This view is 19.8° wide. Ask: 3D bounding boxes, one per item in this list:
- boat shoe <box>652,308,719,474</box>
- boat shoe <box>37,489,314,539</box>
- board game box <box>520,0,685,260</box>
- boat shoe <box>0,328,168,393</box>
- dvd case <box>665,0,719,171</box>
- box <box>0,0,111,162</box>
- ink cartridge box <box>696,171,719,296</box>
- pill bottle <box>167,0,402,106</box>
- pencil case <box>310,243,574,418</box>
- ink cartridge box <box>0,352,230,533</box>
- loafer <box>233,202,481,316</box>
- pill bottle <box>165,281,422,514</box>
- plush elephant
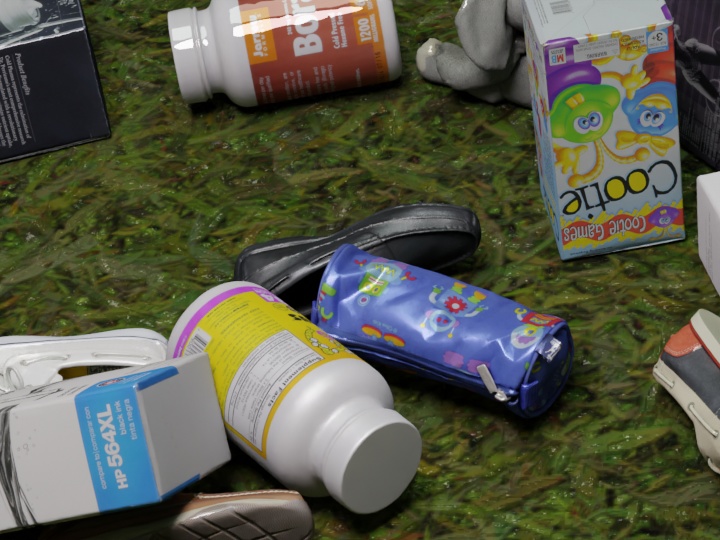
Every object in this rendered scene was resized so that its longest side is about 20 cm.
[{"bbox_3d":[0.260,0.109,1.417,0.063,0.071,0.200,-49,37,19],"label":"boat shoe"},{"bbox_3d":[-0.132,0.178,1.406,0.199,0.076,0.072,-11,35,-3],"label":"boat shoe"},{"bbox_3d":[0.190,-0.125,1.613,0.103,0.201,0.105,-10,37,0],"label":"board game box"},{"bbox_3d":[-0.235,0.095,1.529,0.201,0.075,0.086,-6,20,-5],"label":"boat shoe"},{"bbox_3d":[0.279,-0.169,1.694,0.016,0.149,0.200,-15,36,-26],"label":"dvd case"},{"bbox_3d":[-0.346,-0.198,1.896,0.196,0.124,0.200,-13,38,-7],"label":"box"},{"bbox_3d":[0.344,0.000,1.515,0.144,0.084,0.200,-12,37,-4],"label":"ink cartridge box"},{"bbox_3d":[-0.068,-0.209,1.853,0.199,0.113,0.112,-11,38,-1],"label":"pill bottle"},{"bbox_3d":[0.057,0.046,1.508,0.199,0.078,0.087,19,38,22],"label":"pencil case"},{"bbox_3d":[-0.209,0.122,1.410,0.199,0.085,0.146,-11,4,16],"label":"ink cartridge box"},{"bbox_3d":[0.000,0.000,1.613,0.200,0.068,0.071,-14,47,1],"label":"loafer"},{"bbox_3d":[-0.046,0.093,1.468,0.104,0.105,0.200,-31,43,-25],"label":"pill bottle"},{"bbox_3d":[0.145,-0.223,1.785,0.164,0.155,0.200,-21,38,-14],"label":"plush elephant"}]
